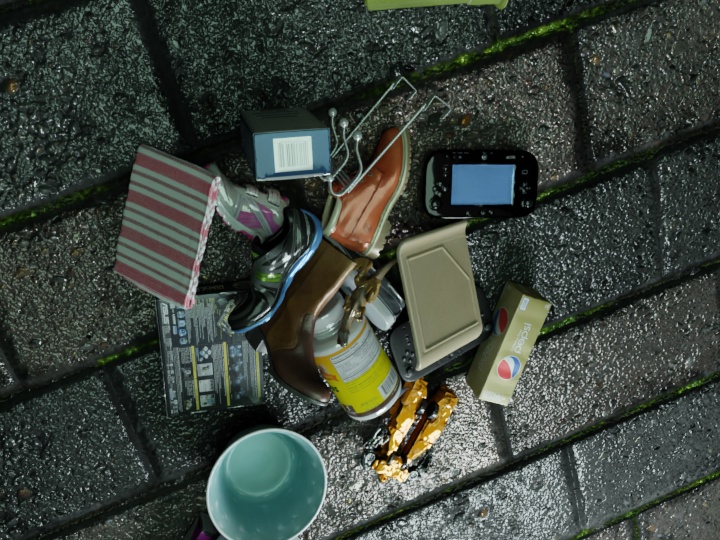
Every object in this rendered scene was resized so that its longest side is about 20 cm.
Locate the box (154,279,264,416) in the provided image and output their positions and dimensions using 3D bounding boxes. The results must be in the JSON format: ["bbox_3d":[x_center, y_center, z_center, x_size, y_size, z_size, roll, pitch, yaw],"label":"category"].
[{"bbox_3d":[-0.234,0.122,1.119,0.157,0.049,0.205,-5,111,-12],"label":"box"}]

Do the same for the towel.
[{"bbox_3d":[-0.276,-0.062,1.011,0.144,0.030,0.204,23,107,20],"label":"towel"}]

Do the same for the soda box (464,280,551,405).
[{"bbox_3d":[0.256,0.128,1.245,0.063,0.068,0.204,16,105,-20],"label":"soda box"}]

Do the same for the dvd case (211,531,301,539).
[{"bbox_3d":[-0.166,0.506,1.223,0.201,0.025,0.151,51,53,-12],"label":"dvd case"}]

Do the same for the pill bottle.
[{"bbox_3d":[-0.019,0.135,1.149,0.108,0.109,0.202,-31,114,-2],"label":"pill bottle"}]

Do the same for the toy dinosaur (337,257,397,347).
[{"bbox_3d":[0.014,0.020,1.074,0.060,0.107,0.201,34,69,15],"label":"toy dinosaur"}]

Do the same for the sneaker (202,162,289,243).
[{"bbox_3d":[-0.153,-0.092,1.050,0.088,0.082,0.200,-42,123,2],"label":"sneaker"}]

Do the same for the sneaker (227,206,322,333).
[{"bbox_3d":[-0.134,-0.004,1.016,0.082,0.071,0.202,31,95,-29],"label":"sneaker"}]

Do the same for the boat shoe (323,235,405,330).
[{"bbox_3d":[0.000,0.000,1.129,0.201,0.071,0.068,50,65,-14],"label":"boat shoe"}]

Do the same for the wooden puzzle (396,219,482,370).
[{"bbox_3d":[0.125,0.035,1.131,0.183,0.037,0.205,-19,104,-47],"label":"wooden puzzle"}]

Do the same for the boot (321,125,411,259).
[{"bbox_3d":[0.008,-0.130,1.065,0.105,0.075,0.205,19,91,-20],"label":"boot"}]

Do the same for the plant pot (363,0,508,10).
[{"bbox_3d":[0.084,-0.431,0.942,0.185,0.201,0.204,-12,114,4],"label":"plant pot"}]

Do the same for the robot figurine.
[{"bbox_3d":[0.083,0.286,1.262,0.143,0.058,0.203,27,100,-22],"label":"robot figurine"}]

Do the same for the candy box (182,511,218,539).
[{"bbox_3d":[-0.232,0.531,1.263,0.198,0.061,0.138,31,97,-23],"label":"candy box"}]

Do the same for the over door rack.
[{"bbox_3d":[0.012,-0.206,1.012,0.199,0.148,0.067,-38,121,2],"label":"over door rack"}]

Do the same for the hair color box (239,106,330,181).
[{"bbox_3d":[-0.106,-0.175,0.960,0.097,0.200,0.062,-6,112,-12],"label":"hair color box"}]

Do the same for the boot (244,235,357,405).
[{"bbox_3d":[-0.061,0.069,1.038,0.068,0.188,0.202,24,105,-49],"label":"boot"}]

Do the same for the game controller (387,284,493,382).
[{"bbox_3d":[0.137,0.104,1.202,0.197,0.042,0.106,-27,117,-18],"label":"game controller"}]

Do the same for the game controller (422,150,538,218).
[{"bbox_3d":[0.192,-0.138,1.135,0.195,0.042,0.107,-2,111,-15],"label":"game controller"}]

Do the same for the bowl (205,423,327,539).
[{"bbox_3d":[-0.162,0.339,1.179,0.196,0.105,0.206,-4,102,-17],"label":"bowl"}]
